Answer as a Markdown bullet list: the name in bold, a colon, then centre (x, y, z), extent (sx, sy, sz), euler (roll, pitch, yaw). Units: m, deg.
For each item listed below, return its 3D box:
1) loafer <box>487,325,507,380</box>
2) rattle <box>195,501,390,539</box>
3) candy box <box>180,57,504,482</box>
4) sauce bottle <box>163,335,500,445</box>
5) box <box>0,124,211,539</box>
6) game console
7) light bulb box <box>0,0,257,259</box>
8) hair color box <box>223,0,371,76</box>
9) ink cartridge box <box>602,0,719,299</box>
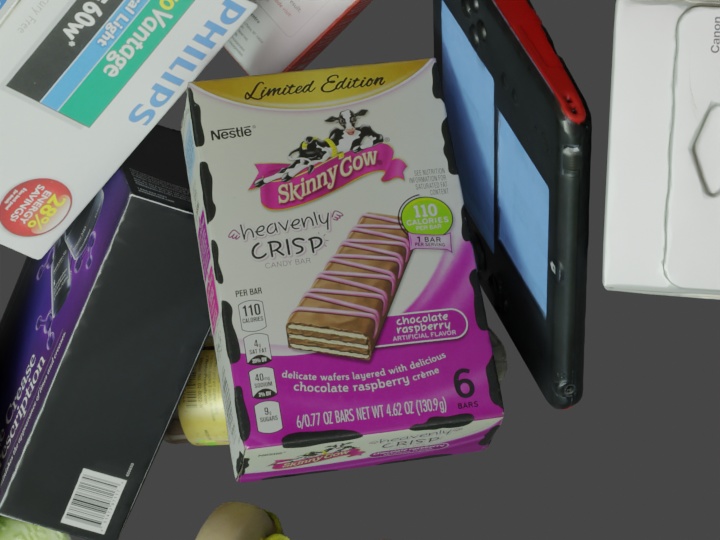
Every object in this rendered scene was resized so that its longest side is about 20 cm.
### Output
- **loafer**: centre (0.000, 0.000, 1.393), extent (0.200, 0.070, 0.070), euler (40, 94, 30)
- **rattle**: centre (-0.050, 0.215, 1.408), extent (0.142, 0.200, 0.131), euler (25, 107, 9)
- **candy box**: centre (-0.012, -0.002, 1.302), extent (0.135, 0.061, 0.201), euler (-7, 69, -11)
- **sauce bottle**: centre (-0.021, 0.067, 1.442), extent (0.198, 0.065, 0.065), euler (-1, 101, 17)
- **box**: centre (-0.144, 0.028, 1.422), extent (0.078, 0.141, 0.201), euler (18, 107, -20)
- **game console**: centre (0.076, -0.054, 1.307), extent (0.031, 0.177, 0.201), euler (-12, 133, -9)
- **light bulb box**: centre (-0.187, -0.154, 1.364), extent (0.198, 0.124, 0.200), euler (-47, 45, 19)
- **hair color box**: centre (-0.009, -0.203, 1.387), extent (0.200, 0.061, 0.102), euler (-42, 89, 19)
- **ink cartridge box**: centre (0.200, -0.073, 1.275), extent (0.143, 0.200, 0.146), euler (3, 102, 10)
